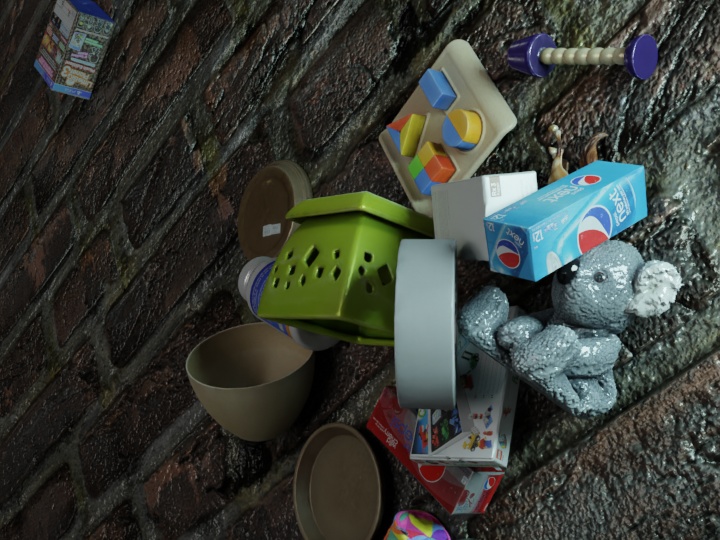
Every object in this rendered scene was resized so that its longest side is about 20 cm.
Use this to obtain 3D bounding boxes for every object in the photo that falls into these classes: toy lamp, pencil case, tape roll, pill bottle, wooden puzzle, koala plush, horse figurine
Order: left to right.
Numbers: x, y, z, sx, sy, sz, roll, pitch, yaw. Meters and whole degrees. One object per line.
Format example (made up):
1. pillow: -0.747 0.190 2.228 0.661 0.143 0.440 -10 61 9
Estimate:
1. pill bottle: -0.109 0.042 1.509 0.200 0.112 0.112 27 103 50
2. pencil case: 0.047 0.413 1.280 0.088 0.088 0.200 44 118 44
3. tape roll: 0.080 0.063 1.134 0.066 0.200 0.200 -1 80 7
4. wooden puzzle: 0.108 -0.200 1.355 0.200 0.046 0.185 -48 50 32
5. horse figurine: 0.228 -0.090 1.193 0.200 0.050 0.133 -44 45 39
6. toy lamp: 0.265 -0.263 1.179 0.200 0.058 0.058 15 94 47
7. koala plush: 0.250 0.049 1.082 0.200 0.184 0.177 -54 31 -1

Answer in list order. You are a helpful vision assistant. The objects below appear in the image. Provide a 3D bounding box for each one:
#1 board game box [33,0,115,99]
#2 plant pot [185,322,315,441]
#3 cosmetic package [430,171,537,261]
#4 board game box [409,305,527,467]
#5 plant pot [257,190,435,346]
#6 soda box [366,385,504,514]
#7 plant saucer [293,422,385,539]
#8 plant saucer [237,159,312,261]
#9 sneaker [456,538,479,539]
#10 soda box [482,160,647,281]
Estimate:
1. board game box: -0.686 -0.540 2.307 0.159 0.097 0.200 46 117 44
2. plant pot: -0.161 0.187 1.508 0.200 0.200 0.135 23 129 49
3. cosmetic package: 0.151 -0.065 1.186 0.200 0.074 0.102 -169 73 -75
4. board game box: 0.137 0.145 1.208 0.126 0.035 0.200 -8 60 40
5. plant pot: 0.000 0.000 1.335 0.200 0.199 0.182 -4 73 50
6. soda box: 0.095 0.235 1.272 0.200 0.063 0.070 41 113 46
7. plant saucer: -0.029 0.325 1.415 0.200 0.029 0.200 -13 72 48
8. plant saucer: -0.153 -0.094 1.653 0.200 0.029 0.200 -12 74 47
9. sneaker: 0.110 0.419 1.219 0.075 0.079 0.200 41 134 40
10. soda box: 0.230 -0.058 1.065 0.068 0.200 0.064 16 126 49
